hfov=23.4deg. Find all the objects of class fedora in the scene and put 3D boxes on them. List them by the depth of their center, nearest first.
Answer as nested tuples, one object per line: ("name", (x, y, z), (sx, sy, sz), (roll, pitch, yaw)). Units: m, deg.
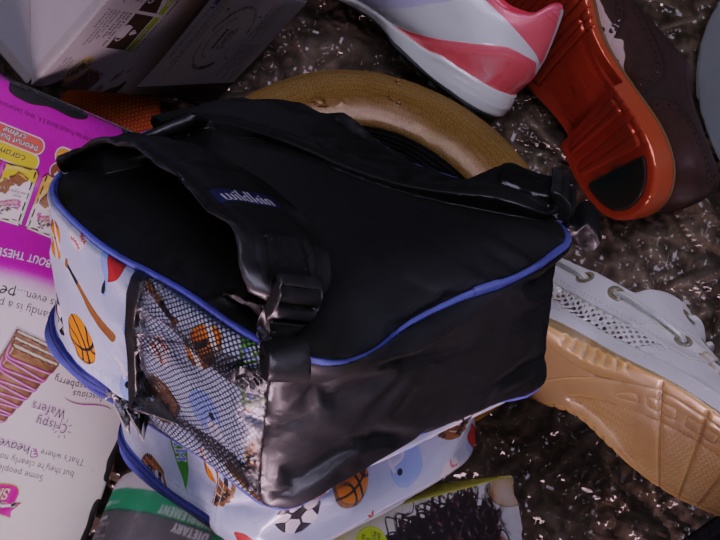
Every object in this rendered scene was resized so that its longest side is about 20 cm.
("fedora", (0.000, 0.000, 0.861), (0.199, 0.082, 0.202), (2, 69, -5))

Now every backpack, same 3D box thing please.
("backpack", (-0.033, 0.011, 0.714), (0.190, 0.155, 0.199), (34, 34, 32))

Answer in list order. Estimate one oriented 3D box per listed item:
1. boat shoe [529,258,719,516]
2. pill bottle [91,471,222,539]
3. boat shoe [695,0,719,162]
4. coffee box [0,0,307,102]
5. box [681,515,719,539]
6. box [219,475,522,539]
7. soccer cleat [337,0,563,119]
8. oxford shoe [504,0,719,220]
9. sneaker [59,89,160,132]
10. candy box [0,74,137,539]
("boat shoe", (0.127, 0.039, 0.770), (0.199, 0.071, 0.069), (33, 53, 17))
("pill bottle", (-0.092, 0.199, 0.759), (0.112, 0.113, 0.201), (20, 69, 0))
("boat shoe", (0.231, -0.069, 0.932), (0.063, 0.071, 0.201), (22, 53, -36))
("coffee box", (-0.120, -0.149, 0.833), (0.080, 0.200, 0.113), (-45, 78, 16))
("box", (0.161, 0.218, 0.747), (0.148, 0.104, 0.200), (43, 45, 1))
("box", (-0.019, 0.139, 0.720), (0.199, 0.050, 0.076), (-10, 88, -35))
("soccer cleat", (0.016, -0.166, 0.920), (0.200, 0.068, 0.073), (39, 108, 4))
("oxford shoe", (0.131, -0.118, 0.941), (0.072, 0.071, 0.201), (-6, 68, -37))
("sneaker", (-0.156, -0.025, 0.853), (0.073, 0.077, 0.201), (26, 67, 4))
("candy box", (-0.162, 0.023, 0.776), (0.136, 0.061, 0.201), (22, 85, -41))
